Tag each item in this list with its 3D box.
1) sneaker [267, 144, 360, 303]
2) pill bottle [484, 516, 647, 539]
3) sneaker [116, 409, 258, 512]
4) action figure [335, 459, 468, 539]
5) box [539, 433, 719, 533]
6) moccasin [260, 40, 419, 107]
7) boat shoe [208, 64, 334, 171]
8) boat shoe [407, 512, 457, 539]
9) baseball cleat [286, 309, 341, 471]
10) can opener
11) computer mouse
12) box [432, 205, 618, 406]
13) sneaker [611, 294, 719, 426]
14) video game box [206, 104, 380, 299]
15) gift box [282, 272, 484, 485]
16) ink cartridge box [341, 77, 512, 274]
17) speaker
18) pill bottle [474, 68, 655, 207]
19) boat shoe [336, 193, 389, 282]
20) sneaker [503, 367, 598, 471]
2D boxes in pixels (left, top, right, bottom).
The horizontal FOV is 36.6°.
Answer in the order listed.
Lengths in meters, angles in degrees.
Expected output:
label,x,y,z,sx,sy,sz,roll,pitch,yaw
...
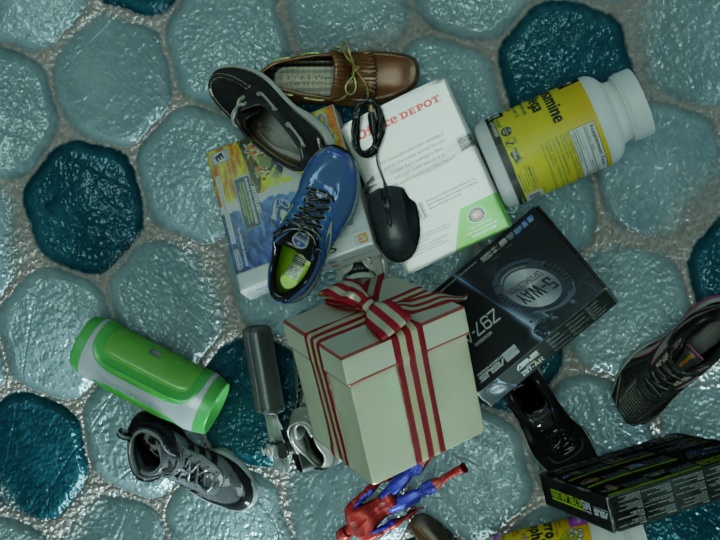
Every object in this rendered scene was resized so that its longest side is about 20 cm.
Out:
label,x,y,z,sx,sy,sz,roll,pitch,yaw
sneaker,-0.056,-0.049,1.273,0.078,0.089,0.202,20,100,1
pill bottle,0.257,0.361,1.349,0.198,0.104,0.105,-16,91,8
sneaker,-0.228,0.256,1.407,0.199,0.114,0.076,34,97,5
action figure,0.046,0.292,1.404,0.199,0.052,0.066,-37,82,13
box,0.334,0.240,1.260,0.198,0.193,0.048,-14,92,-14
moccasin,-0.026,-0.248,1.372,0.199,0.078,0.074,5,91,8
boat shoe,-0.123,-0.187,1.347,0.200,0.060,0.074,40,131,18
boat shoe,0.116,0.404,1.388,0.072,0.076,0.201,-36,86,10
baseball cleat,-0.058,0.152,1.381,0.069,0.106,0.202,-16,88,27
can opener,-0.110,0.168,1.425,0.066,0.053,0.202,-15,93,-26
computer mouse,0.027,-0.108,1.309,0.058,0.034,0.202,-15,92,13
box,0.188,0.041,1.331,0.200,0.044,0.161,-40,49,9
sneaker,0.385,0.107,1.328,0.080,0.086,0.200,40,98,6
video game box,-0.087,-0.086,1.376,0.181,0.047,0.202,-19,71,6
gift box,0.033,0.105,1.280,0.199,0.184,0.188,-25,113,-27
ink cartridge box,0.083,-0.117,1.359,0.145,0.084,0.201,-24,90,8
speaker,-0.275,0.136,1.422,0.199,0.088,0.089,26,96,6
pill bottle,0.247,-0.165,1.321,0.199,0.112,0.113,-24,89,8
boat shoe,0.000,0.000,1.386,0.071,0.066,0.202,-2,93,8
sneaker,0.227,0.192,1.353,0.075,0.088,0.201,-35,88,8
